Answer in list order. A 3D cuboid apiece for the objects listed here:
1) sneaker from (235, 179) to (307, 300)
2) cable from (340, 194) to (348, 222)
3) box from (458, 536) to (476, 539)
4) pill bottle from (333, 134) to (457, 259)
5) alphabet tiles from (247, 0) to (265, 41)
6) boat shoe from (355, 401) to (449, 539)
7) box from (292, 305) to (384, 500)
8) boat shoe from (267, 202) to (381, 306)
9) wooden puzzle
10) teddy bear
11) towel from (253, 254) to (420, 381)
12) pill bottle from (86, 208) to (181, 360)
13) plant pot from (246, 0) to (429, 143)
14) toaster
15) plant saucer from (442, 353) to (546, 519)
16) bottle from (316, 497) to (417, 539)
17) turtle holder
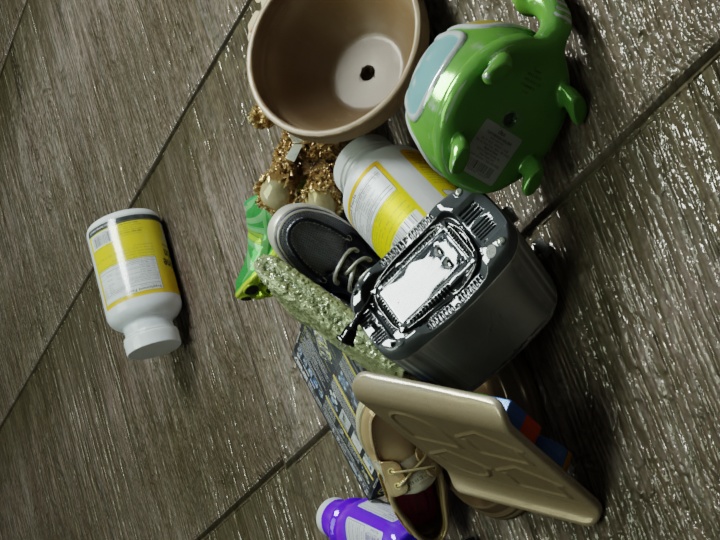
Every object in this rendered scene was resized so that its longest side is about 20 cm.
[{"bbox_3d":[-0.096,-0.044,1.791,0.084,0.074,0.201,62,140,36],"label":"sneaker"},{"bbox_3d":[-0.044,-0.008,1.816,0.201,0.050,0.163,67,148,25],"label":"cable"},{"bbox_3d":[0.037,0.397,1.613,0.124,0.197,0.201,55,142,36],"label":"box"},{"bbox_3d":[0.049,-0.058,1.576,0.200,0.103,0.105,50,138,45],"label":"pill bottle"},{"bbox_3d":[-0.083,-0.291,1.852,0.196,0.014,0.201,-52,52,53],"label":"alphabet tiles"},{"bbox_3d":[0.052,0.201,1.599,0.069,0.073,0.201,53,169,51],"label":"boat shoe"},{"bbox_3d":[-0.005,0.132,1.732,0.201,0.049,0.162,61,158,24],"label":"box"},{"bbox_3d":[0.000,0.000,1.607,0.075,0.199,0.093,-60,34,0],"label":"boat shoe"},{"bbox_3d":[0.112,0.154,1.445,0.184,0.200,0.047,8,60,44],"label":"wooden puzzle"},{"bbox_3d":[-0.049,-0.144,1.699,0.067,0.144,0.202,47,-143,-66],"label":"teddy bear"},{"bbox_3d":[-0.017,0.060,1.594,0.199,0.037,0.148,35,174,22],"label":"towel"},{"bbox_3d":[-0.320,0.021,2.266,0.112,0.111,0.202,-42,61,57],"label":"pill bottle"},{"bbox_3d":[-0.010,-0.217,1.614,0.199,0.093,0.203,-9,70,24],"label":"plant pot"},{"bbox_3d":[0.086,0.032,1.447,0.200,0.129,0.114,-45,45,6],"label":"toaster"},{"bbox_3d":[0.119,0.153,1.581,0.200,0.029,0.202,24,118,57],"label":"plant saucer"},{"bbox_3d":[0.016,0.298,1.763,0.200,0.065,0.084,10,118,61],"label":"bottle"},{"bbox_3d":[0.111,-0.169,1.396,0.132,0.140,0.187,44,134,49],"label":"turtle holder"}]
